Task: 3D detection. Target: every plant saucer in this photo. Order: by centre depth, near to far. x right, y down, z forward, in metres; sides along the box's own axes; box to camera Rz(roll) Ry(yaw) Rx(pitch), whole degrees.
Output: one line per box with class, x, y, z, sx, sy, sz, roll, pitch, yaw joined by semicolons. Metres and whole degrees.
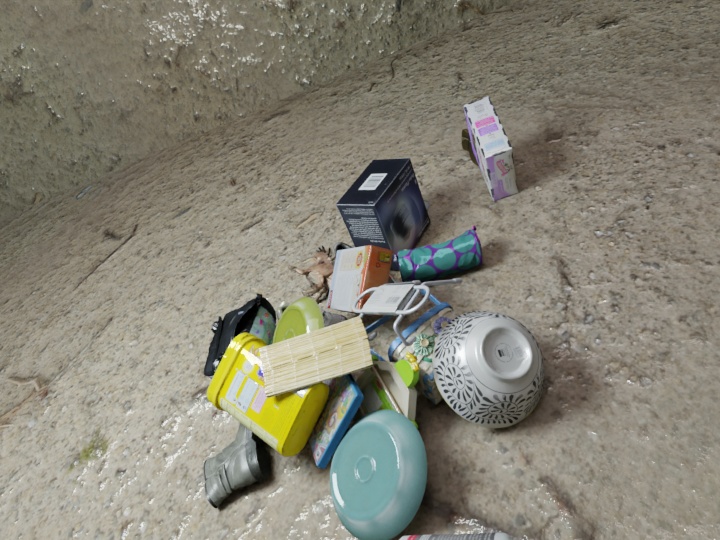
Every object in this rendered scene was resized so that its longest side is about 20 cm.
plant saucer;0.015;0.318;0.856;0.198;0.036;0.202;-25;49;33
plant saucer;-0.139;0.153;1.130;0.199;0.031;0.203;-25;59;50

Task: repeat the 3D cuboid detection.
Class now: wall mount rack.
wall mount rack;0.082;0.054;0.971;0.174;0.075;0.199;-49;24;-26

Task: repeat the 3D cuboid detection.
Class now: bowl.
bowl;0.224;0.147;0.883;0.197;0.094;0.204;2;66;-5

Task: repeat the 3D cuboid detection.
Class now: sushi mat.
sushi mat;-0.079;0.150;0.934;0.197;0.012;0.097;-18;56;5

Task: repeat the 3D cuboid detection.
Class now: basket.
basket;0.118;0.131;1.018;0.176;0.140;0.199;-38;45;-19

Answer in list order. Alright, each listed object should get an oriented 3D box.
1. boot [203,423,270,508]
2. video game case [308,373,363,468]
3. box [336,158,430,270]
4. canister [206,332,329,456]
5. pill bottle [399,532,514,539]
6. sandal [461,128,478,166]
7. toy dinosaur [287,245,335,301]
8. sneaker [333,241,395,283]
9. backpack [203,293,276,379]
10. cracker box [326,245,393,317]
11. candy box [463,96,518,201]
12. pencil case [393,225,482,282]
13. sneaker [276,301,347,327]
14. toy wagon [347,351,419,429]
boot;-0.247;0.342;1.040;0.129;0.068;0.201;-29;33;5
video game case;-0.059;0.242;0.986;0.145;0.018;0.200;-62;21;6
box;0.066;-0.142;1.349;0.122;0.200;0.201;6;45;35
canister;-0.169;0.225;0.986;0.198;0.086;0.150;25;87;30
pill bottle;0.147;0.395;0.684;0.197;0.112;0.111;-12;37;19
sandal;0.348;-0.371;1.594;0.053;0.081;0.201;-4;30;-7
toy dinosaur;-0.089;0.006;1.361;0.135;0.087;0.199;-33;41;-23
sneaker;0.000;0.000;1.275;0.199;0.082;0.077;37;83;32
backpack;-0.262;0.173;1.204;0.166;0.126;0.201;-34;30;28
cracker box;-0.005;0.023;1.142;0.199;0.057;0.136;178;103;-67
candy box;0.335;-0.312;1.385;0.071;0.168;0.202;-18;54;10
pencil case;0.179;-0.030;1.234;0.197;0.085;0.094;-16;64;12
sneaker;-0.119;0.115;1.228;0.197;0.089;0.082;-1;41;30
toy wagon;0.045;0.223;0.937;0.201;0.039;0.156;-52;49;22
